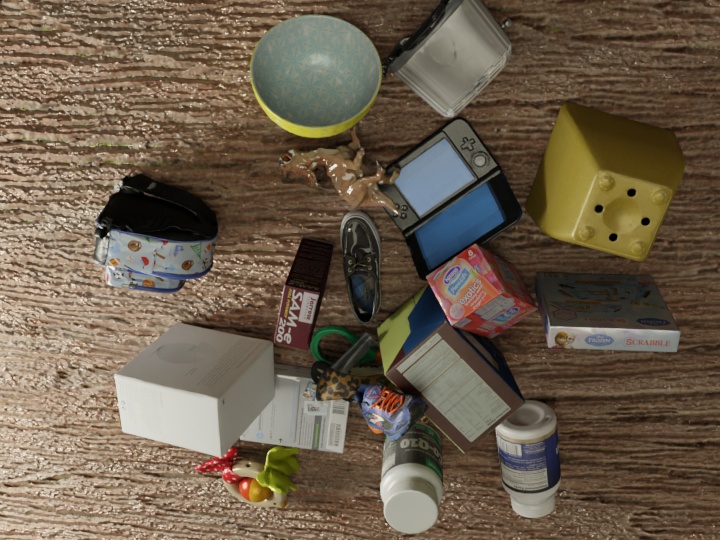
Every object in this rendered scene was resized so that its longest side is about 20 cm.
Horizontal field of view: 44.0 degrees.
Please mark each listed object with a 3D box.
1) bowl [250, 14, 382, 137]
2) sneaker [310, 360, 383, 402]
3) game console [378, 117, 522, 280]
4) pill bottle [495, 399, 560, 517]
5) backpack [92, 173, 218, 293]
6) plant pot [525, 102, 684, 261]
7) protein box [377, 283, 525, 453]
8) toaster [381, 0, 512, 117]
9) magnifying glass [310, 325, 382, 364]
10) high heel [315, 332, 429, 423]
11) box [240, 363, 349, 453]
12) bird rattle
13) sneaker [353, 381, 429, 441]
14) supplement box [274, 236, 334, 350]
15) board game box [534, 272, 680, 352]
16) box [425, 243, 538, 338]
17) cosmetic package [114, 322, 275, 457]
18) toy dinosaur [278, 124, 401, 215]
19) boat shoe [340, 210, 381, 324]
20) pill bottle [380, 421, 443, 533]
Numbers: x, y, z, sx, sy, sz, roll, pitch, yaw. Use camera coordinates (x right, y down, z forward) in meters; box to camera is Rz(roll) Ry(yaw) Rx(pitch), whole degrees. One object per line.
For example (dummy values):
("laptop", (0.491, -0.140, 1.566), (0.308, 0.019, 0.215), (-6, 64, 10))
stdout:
("bowl", (-0.070, -0.279, 1.370), (0.199, 0.201, 0.108), (11, 158, -1))
("sneaker", (0.003, 0.199, 1.596), (0.199, 0.080, 0.074), (26, 158, -19))
("game console", (0.132, -0.116, 1.433), (0.200, 0.118, 0.171), (-34, 105, 17))
("pill bottle", (0.310, 0.349, 1.636), (0.110, 0.111, 0.201), (-6, 114, 7))
("backpack", (-0.332, -0.048, 1.472), (0.190, 0.200, 0.155), (5, 120, -5))
("plant pot", (0.383, -0.118, 1.370), (0.193, 0.200, 0.196), (15, 116, -2))
("protein box", (0.148, 0.158, 1.506), (0.135, 0.199, 0.200), (-41, 105, 11))
("toaster", (0.133, -0.324, 1.344), (0.129, 0.114, 0.200), (40, 110, -16))
("magnifying glass", (0.008, 0.150, 1.621), (0.199, 0.022, 0.080), (13, 115, 1))
("high heel", (0.021, 0.225, 1.528), (0.143, 0.071, 0.200), (-44, 101, -18))
("box", (-0.121, 0.256, 1.667), (0.199, 0.041, 0.157), (6, 114, 0))
("bird rattle", (-0.213, 0.405, 1.714), (0.199, 0.113, 0.164), (-1, 131, 8))
("sneaker", (0.039, 0.217, 1.407), (0.078, 0.200, 0.075), (47, 68, -9))
("supplement box", (-0.091, 0.033, 1.475), (0.061, 0.200, 0.109), (12, 115, -1))
("board game box", (0.394, 0.064, 1.451), (0.199, 0.200, 0.041), (2, 115, 4))
("box", (0.202, 0.037, 1.450), (0.102, 0.200, 0.095), (-34, 67, 18))
("cosmetic package", (-0.279, 0.201, 1.541), (0.199, 0.199, 0.123), (9, 117, 20))
("toy dinosaur", (-0.022, -0.148, 1.441), (0.200, 0.086, 0.136), (44, 111, -4))
("boat shoe", (0.000, 0.000, 1.526), (0.070, 0.066, 0.201), (0, 115, 5))
("pill bottle", (0.094, 0.374, 1.615), (0.112, 0.200, 0.114), (2, 115, 3))
